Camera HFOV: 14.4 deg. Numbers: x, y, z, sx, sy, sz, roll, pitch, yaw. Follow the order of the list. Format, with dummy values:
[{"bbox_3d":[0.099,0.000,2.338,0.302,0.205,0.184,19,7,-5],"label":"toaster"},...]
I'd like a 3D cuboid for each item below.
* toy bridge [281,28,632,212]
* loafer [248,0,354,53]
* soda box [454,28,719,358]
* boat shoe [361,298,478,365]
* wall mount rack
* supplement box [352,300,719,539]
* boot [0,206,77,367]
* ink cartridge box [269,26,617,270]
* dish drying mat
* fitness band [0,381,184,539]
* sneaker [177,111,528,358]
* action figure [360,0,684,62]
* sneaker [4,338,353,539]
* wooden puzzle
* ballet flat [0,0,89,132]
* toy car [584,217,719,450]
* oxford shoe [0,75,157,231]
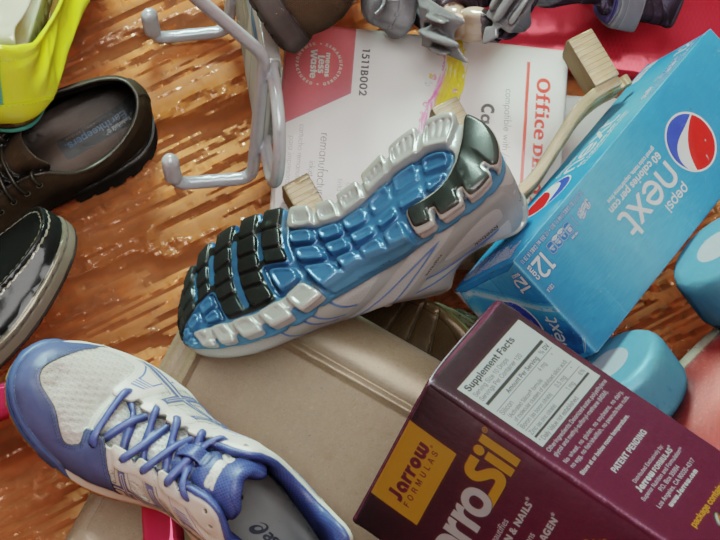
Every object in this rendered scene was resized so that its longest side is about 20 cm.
[{"bbox_3d":[0.060,-0.059,1.526,0.199,0.027,0.067,-27,76,-11],"label":"toy bridge"},{"bbox_3d":[-0.017,-0.187,1.547,0.071,0.073,0.200,-25,32,17],"label":"loafer"},{"bbox_3d":[0.140,-0.037,1.517,0.068,0.064,0.200,47,59,-9],"label":"soda box"},{"bbox_3d":[0.062,0.067,1.545,0.199,0.063,0.074,31,98,9],"label":"boat shoe"},{"bbox_3d":[-0.083,-0.144,1.523,0.074,0.174,0.201,-4,50,-9],"label":"wall mount rack"},{"bbox_3d":[0.112,0.125,1.408,0.200,0.111,0.086,34,39,9],"label":"supplement box"},{"bbox_3d":[-0.261,0.008,1.479,0.200,0.073,0.151,-41,116,5],"label":"boot"},{"bbox_3d":[0.052,-0.065,1.577,0.199,0.068,0.117,5,72,-3],"label":"ink cartridge box"},{"bbox_3d":[0.144,-0.145,1.638,0.199,0.018,0.077,8,70,-2],"label":"dish drying mat"},{"bbox_3d":[-0.162,0.156,1.483,0.143,0.037,0.201,-3,86,2],"label":"fitness band"},{"bbox_3d":[0.000,0.000,1.473,0.199,0.087,0.075,-26,52,15],"label":"sneaker"},{"bbox_3d":[0.081,-0.165,1.573,0.199,0.070,0.130,-13,41,-26],"label":"action figure"},{"bbox_3d":[-0.085,0.094,1.429,0.200,0.088,0.075,33,72,-11],"label":"sneaker"},{"bbox_3d":[-0.038,0.117,1.510,0.184,0.037,0.201,29,88,6],"label":"wooden puzzle"},{"bbox_3d":[-0.179,-0.163,1.555,0.066,0.067,0.201,0,46,8],"label":"ballet flat"},{"bbox_3d":[0.240,0.090,1.437,0.177,0.200,0.185,-45,113,-16],"label":"toy car"},{"bbox_3d":[-0.201,-0.049,1.547,0.200,0.084,0.073,-37,81,-12],"label":"oxford shoe"}]
